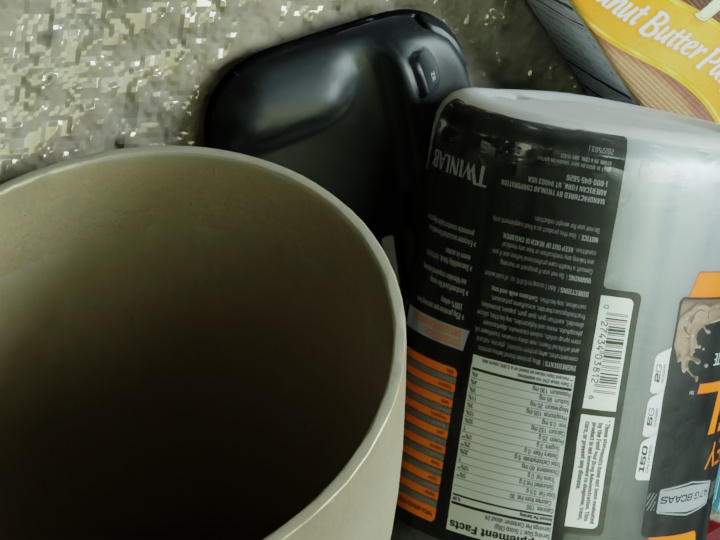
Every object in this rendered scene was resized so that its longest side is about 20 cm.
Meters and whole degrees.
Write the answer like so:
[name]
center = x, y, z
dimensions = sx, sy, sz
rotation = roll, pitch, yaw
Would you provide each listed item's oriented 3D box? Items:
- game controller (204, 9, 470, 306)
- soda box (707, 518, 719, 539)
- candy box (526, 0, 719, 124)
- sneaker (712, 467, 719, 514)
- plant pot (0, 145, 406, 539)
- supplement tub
[game controller]
center = 0.000, 0.000, 0.911
dimensions = 0.104, 0.042, 0.201
rotation = -14, 121, -11
[soda box]
center = 0.110, 0.201, 1.012
dimensions = 0.201, 0.063, 0.070
rotation = -67, 160, -14
[candy box]
center = 0.143, -0.100, 0.937
dimensions = 0.115, 0.055, 0.200
rotation = -45, 129, -6
[sneaker]
center = 0.110, 0.017, 0.966
dimensions = 0.076, 0.081, 0.200
rotation = -37, 109, 1
[plant pot]
center = -0.064, 0.092, 0.835
dimensions = 0.187, 0.187, 0.200
rotation = -32, 141, -16
[supplement tub]
center = 0.073, 0.041, 0.860
dimensions = 0.122, 0.122, 0.201
rotation = 2, 102, -34
